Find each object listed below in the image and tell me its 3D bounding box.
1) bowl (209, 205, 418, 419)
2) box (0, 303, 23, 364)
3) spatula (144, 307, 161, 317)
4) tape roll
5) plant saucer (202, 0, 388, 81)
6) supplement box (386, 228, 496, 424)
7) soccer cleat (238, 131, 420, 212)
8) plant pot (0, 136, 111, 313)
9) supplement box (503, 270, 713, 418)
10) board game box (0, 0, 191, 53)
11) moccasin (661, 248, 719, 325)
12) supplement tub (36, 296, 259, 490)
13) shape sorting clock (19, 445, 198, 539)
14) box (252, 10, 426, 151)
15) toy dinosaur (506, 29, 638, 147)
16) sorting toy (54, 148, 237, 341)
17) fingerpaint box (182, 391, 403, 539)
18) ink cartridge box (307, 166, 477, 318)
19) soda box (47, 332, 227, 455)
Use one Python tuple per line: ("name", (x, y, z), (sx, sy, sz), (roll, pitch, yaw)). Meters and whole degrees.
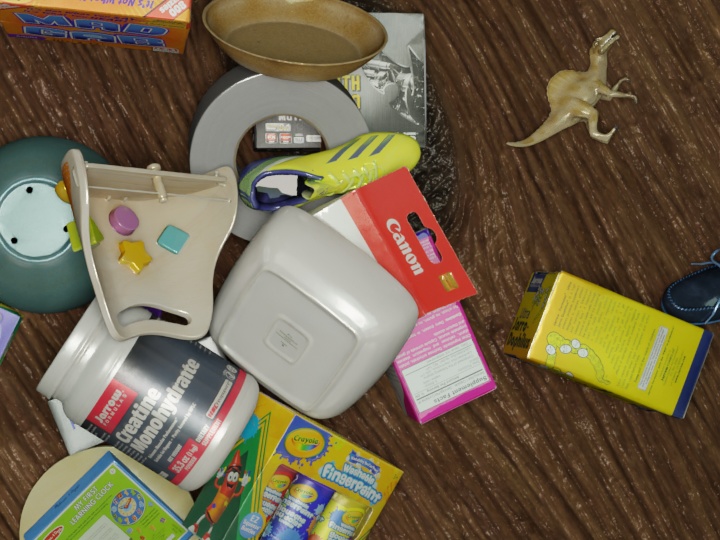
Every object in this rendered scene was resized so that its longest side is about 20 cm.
("bowl", (-0.062, 0.058, 1.410), (0.200, 0.075, 0.200), (37, 125, 2))
("box", (-0.488, 0.059, 1.468), (0.200, 0.048, 0.117), (24, 86, -7))
("spatula", (-0.234, -0.006, 1.519), (0.056, 0.021, 0.200), (13, 83, 16))
("tape roll", (-0.090, -0.131, 1.474), (0.200, 0.066, 0.201), (-4, 113, -9))
("plant saucer", (-0.071, -0.249, 1.434), (0.200, 0.200, 0.035), (4, 122, -9))
("supplement box", (0.063, 0.062, 1.527), (0.103, 0.101, 0.200), (-23, 94, -8))
("soccer cleat", (-0.030, -0.099, 1.416), (0.200, 0.084, 0.065), (-12, 114, -4))
("plant pot", (-0.345, -0.052, 1.446), (0.200, 0.135, 0.200), (0, 89, -9))
("supplement box", (0.287, 0.086, 1.558), (0.200, 0.109, 0.110), (22, 86, -8))
("board game box", (-0.277, -0.355, 1.425), (0.200, 0.200, 0.200), (4, 89, -9))
("moccasin", (0.453, 0.005, 1.598), (0.200, 0.068, 0.081), (-19, 62, -16))
("supplement tub", (-0.220, 0.126, 1.397), (0.200, 0.140, 0.140), (33, 85, -8))
("shape sorting clock", (-0.282, 0.294, 1.502), (0.200, 0.039, 0.200), (-1, 101, -7))
("box", (-0.025, -0.217, 1.541), (0.200, 0.048, 0.159), (0, 90, -9))
("toy dinosaur", (0.261, -0.191, 1.592), (0.101, 0.058, 0.200), (37, 76, 8))
("sorting toy", (-0.219, -0.016, 1.355), (0.200, 0.107, 0.180), (3, 69, -46))
("fingerpaint box", (-0.069, 0.250, 1.469), (0.200, 0.073, 0.167), (36, 82, -43))
("ink cartridge box", (0.000, 0.000, 1.421), (0.200, 0.050, 0.161), (-23, 103, 35))
("soda box", (-0.243, 0.136, 1.497), (0.200, 0.063, 0.068), (-21, 93, -8))
